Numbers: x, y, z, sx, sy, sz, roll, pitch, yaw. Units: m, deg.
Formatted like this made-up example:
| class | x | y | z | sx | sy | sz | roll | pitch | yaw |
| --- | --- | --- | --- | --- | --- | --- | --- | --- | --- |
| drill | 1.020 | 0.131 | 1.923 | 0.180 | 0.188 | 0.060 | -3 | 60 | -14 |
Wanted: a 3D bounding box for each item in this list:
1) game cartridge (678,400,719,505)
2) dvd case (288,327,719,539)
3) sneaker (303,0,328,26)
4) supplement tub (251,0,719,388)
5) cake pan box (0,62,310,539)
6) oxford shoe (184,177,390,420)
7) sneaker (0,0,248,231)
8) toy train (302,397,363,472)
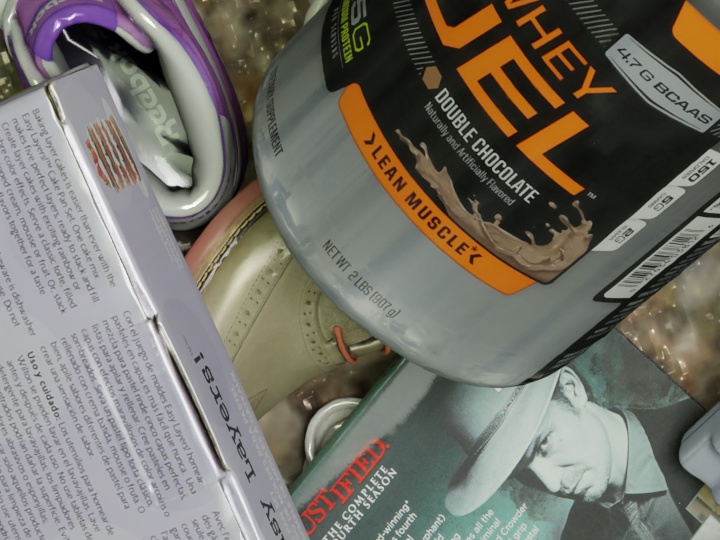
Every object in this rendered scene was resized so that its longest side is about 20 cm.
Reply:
| class | x | y | z | sx | sy | sz | roll | pitch | yaw |
| --- | --- | --- | --- | --- | --- | --- | --- | --- | --- |
| game cartridge | 0.216 | 0.070 | 0.903 | 0.200 | 0.041 | 0.133 | 35 | 128 | -13 |
| dvd case | 0.076 | 0.106 | 0.923 | 0.200 | 0.022 | 0.146 | 42 | 69 | -6 |
| sneaker | -0.042 | -0.153 | 0.883 | 0.090 | 0.067 | 0.200 | -40 | 84 | -14 |
| supplement tub | 0.072 | -0.067 | 0.779 | 0.123 | 0.123 | 0.200 | 44 | 126 | -4 |
| cake pan box | -0.119 | 0.066 | 0.839 | 0.184 | 0.052 | 0.200 | -24 | 95 | 18 |
| oxford shoe | 0.000 | 0.000 | 0.898 | 0.075 | 0.070 | 0.200 | 38 | 87 | 17 |
| sneaker | -0.095 | -0.102 | 0.880 | 0.073 | 0.114 | 0.201 | -36 | 93 | 1 |
| toy train | -0.077 | 0.109 | 0.922 | 0.199 | 0.056 | 0.151 | -8 | 94 | -2 |
